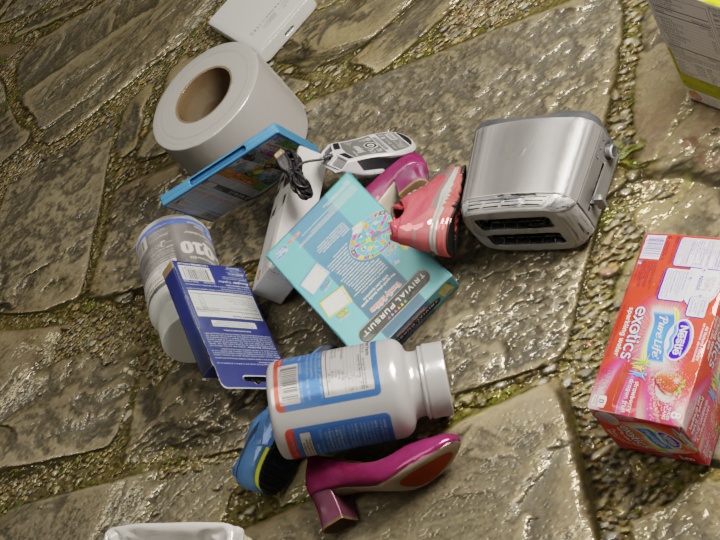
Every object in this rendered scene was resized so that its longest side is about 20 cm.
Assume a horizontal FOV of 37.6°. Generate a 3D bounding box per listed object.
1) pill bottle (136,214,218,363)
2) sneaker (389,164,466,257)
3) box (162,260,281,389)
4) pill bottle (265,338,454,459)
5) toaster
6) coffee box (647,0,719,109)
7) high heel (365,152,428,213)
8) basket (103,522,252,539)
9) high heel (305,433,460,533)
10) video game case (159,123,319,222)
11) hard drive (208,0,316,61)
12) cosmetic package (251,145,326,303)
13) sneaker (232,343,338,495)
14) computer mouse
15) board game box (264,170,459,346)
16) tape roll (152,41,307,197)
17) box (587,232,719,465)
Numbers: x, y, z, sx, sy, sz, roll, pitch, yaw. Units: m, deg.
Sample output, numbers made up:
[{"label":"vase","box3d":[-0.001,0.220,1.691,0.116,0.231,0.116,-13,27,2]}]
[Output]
[{"label":"pill bottle","box3d":[-0.246,0.025,1.477,0.113,0.114,0.201,-35,45,11]},{"label":"sneaker","box3d":[0.081,-0.081,1.274,0.085,0.075,0.201,4,24,11]},{"label":"box","box3d":[-0.170,0.077,1.353,0.032,0.120,0.201,-49,53,30]},{"label":"pill bottle","box3d":[0.001,0.139,1.179,0.197,0.113,0.113,-10,50,4]},{"label":"toaster","box3d":[0.198,-0.102,1.232,0.198,0.114,0.131,0,61,35]},{"label":"coffee box","box3d":[0.454,-0.286,1.108,0.200,0.198,0.200,-49,43,-4]},{"label":"high heel","box3d":[0.007,-0.082,1.406,0.199,0.067,0.096,-41,27,16]},{"label":"basket","box3d":[-0.194,0.367,1.176,0.198,0.123,0.137,-10,53,32]},{"label":"high heel","box3d":[0.018,0.205,1.170,0.199,0.067,0.097,-32,55,18]},{"label":"video game case","box3d":[-0.168,-0.134,1.491,0.198,0.143,0.018,-30,74,16]},{"label":"hard drive","box3d":[-0.173,-0.445,1.834,0.132,0.026,0.200,-48,43,-3]},{"label":"cosmetic package","box3d":[-0.097,-0.064,1.449,0.083,0.050,0.202,128,157,-56]},{"label":"sneaker","box3d":[-0.093,0.173,1.286,0.078,0.066,0.202,13,68,46]},{"label":"computer mouse","box3d":[-0.015,-0.143,1.426,0.197,0.044,0.110,-13,33,-22]},{"label":"board game box","box3d":[0.000,0.000,1.306,0.151,0.047,0.200,-44,66,1]},{"label":"tape roll","box3d":[-0.198,-0.225,1.608,0.200,0.139,0.205,-21,49,25]},{"label":"box","box3d":[0.308,0.074,1.028,0.099,0.095,0.202,6,63,40]}]
